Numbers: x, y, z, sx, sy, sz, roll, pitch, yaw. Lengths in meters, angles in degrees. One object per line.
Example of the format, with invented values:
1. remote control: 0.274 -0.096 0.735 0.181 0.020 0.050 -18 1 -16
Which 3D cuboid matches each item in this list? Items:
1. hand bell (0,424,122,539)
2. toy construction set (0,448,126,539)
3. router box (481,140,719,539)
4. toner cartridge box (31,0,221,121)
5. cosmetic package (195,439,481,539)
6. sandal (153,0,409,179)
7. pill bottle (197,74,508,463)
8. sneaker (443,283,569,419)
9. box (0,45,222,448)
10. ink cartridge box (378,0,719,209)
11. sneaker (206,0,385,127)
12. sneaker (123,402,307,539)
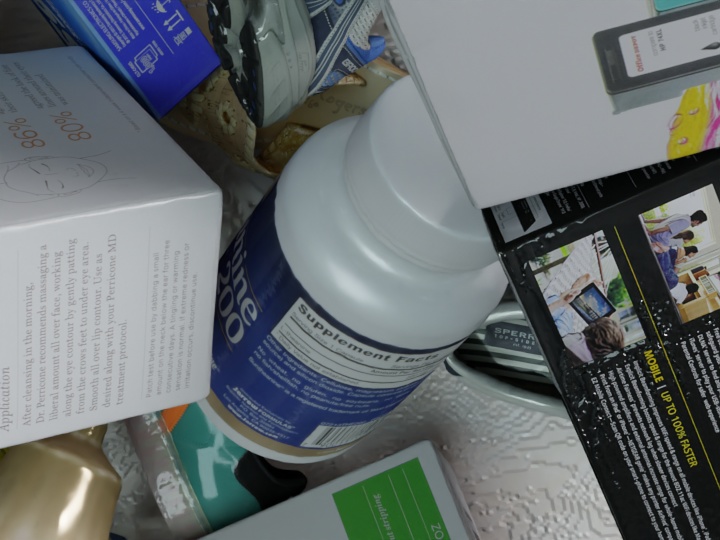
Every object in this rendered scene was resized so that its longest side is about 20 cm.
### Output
1. hand bell: -0.125 0.058 0.808 0.104 0.104 0.200 20 77 7
2. toy construction set: -0.217 0.160 0.937 0.200 0.092 0.131 -25 102 10
3. router box: 0.154 0.035 0.682 0.149 0.051 0.200 -23 116 6
4. toner cartridge box: -0.144 -0.160 0.746 0.043 0.095 0.200 -44 134 -10
5. cosmetic package: -0.031 0.176 0.847 0.200 0.085 0.108 -25 70 3
6. sandal: -0.031 -0.076 0.811 0.211 0.070 0.078 17 112 8
7. pill bottle: 0.000 0.000 0.768 0.111 0.111 0.200 39 141 -1
8. sneaker: 0.133 0.050 0.813 0.199 0.071 0.073 5 110 13
9. box: -0.180 -0.007 0.707 0.200 0.152 0.107 -12 125 -28
10. ink cartridge box: 0.108 -0.141 0.607 0.199 0.147 0.146 -14 141 12
11. sneaker: -0.018 -0.150 0.712 0.077 0.085 0.200 59 160 27
12. sneaker: -0.091 0.041 0.875 0.080 0.071 0.200 -22 97 0
